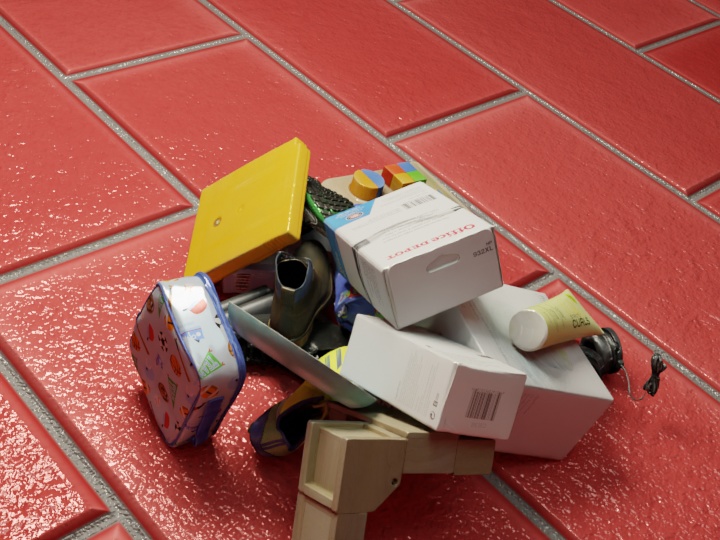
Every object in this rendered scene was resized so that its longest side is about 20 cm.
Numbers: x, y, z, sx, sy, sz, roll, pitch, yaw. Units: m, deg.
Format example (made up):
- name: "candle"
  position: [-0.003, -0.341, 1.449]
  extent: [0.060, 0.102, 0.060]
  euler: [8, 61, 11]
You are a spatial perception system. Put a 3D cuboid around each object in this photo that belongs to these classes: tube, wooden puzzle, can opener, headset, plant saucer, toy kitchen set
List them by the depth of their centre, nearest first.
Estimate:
- name: "toy kitchen set"
  position: [0.012, 0.250, 1.149]
  extent: [0.199, 0.181, 0.163]
  euler: [7, 3, -34]
- name: "plant saucer"
  position: [-0.071, 0.100, 1.154]
  extent: [0.200, 0.200, 0.027]
  euler: [31, 83, 19]
- name: "tube"
  position: [0.248, 0.061, 1.293]
  extent: [0.052, 0.058, 0.200]
  euler: [1, 4, 32]
- name: "can opener"
  position: [-0.126, 0.058, 1.382]
  extent: [0.199, 0.067, 0.053]
  euler: [-22, 31, -20]
- name: "headset"
  position: [0.321, 0.114, 1.419]
  extent: [0.200, 0.094, 0.123]
  euler: [28, 40, 33]
- name: "wooden puzzle"
  position: [0.063, -0.112, 1.645]
  extent: [0.199, 0.046, 0.185]
  euler: [-17, 49, -33]

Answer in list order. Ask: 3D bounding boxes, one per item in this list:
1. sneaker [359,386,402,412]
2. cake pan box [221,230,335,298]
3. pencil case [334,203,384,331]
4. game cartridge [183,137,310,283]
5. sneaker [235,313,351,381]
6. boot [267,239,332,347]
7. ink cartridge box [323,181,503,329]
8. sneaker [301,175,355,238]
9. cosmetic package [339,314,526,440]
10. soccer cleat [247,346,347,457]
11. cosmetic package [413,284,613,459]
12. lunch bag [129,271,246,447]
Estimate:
- name: "sneaker"
  position: [0.035, 0.164, 1.285]
  extent: [0.082, 0.075, 0.200]
  euler: [33, 42, 22]
- name: "cake pan box"
  position: [-0.108, -0.039, 1.503]
  extent: [0.199, 0.052, 0.185]
  euler: [4, 42, -14]
- name: "pencil case"
  position: [0.000, 0.000, 1.397]
  extent: [0.078, 0.087, 0.201]
  euler: [45, 26, -36]
- name: "game cartridge"
  position: [-0.153, -0.076, 1.407]
  extent: [0.032, 0.199, 0.177]
  euler: [39, 41, -37]
- name: "sneaker"
  position: [-0.091, 0.102, 1.331]
  extent: [0.199, 0.060, 0.104]
  euler: [-13, 43, -36]
- name: "boot"
  position: [-0.072, 0.004, 1.323]
  extent: [0.074, 0.097, 0.200]
  euler: [11, 42, 1]
- name: "ink cartridge box"
  position: [0.061, -0.023, 1.252]
  extent: [0.145, 0.084, 0.200]
  euler: [-21, 26, -14]
- name: "sneaker"
  position: [-0.070, -0.078, 1.434]
  extent: [0.078, 0.086, 0.200]
  euler: [15, 12, -31]
- name: "cosmetic package"
  position: [0.078, 0.118, 1.172]
  extent: [0.112, 0.082, 0.200]
  euler: [13, 7, -36]
- name: "soccer cleat"
  position: [-0.050, 0.159, 1.251]
  extent: [0.200, 0.084, 0.065]
  euler: [-39, 107, -39]
- name: "cosmetic package"
  position: [0.176, 0.119, 1.306]
  extent: [0.199, 0.123, 0.200]
  euler: [14, 34, -35]
- name: "lunch bag"
  position: [-0.198, 0.109, 1.181]
  extent: [0.075, 0.200, 0.161]
  euler: [-16, 65, -30]
